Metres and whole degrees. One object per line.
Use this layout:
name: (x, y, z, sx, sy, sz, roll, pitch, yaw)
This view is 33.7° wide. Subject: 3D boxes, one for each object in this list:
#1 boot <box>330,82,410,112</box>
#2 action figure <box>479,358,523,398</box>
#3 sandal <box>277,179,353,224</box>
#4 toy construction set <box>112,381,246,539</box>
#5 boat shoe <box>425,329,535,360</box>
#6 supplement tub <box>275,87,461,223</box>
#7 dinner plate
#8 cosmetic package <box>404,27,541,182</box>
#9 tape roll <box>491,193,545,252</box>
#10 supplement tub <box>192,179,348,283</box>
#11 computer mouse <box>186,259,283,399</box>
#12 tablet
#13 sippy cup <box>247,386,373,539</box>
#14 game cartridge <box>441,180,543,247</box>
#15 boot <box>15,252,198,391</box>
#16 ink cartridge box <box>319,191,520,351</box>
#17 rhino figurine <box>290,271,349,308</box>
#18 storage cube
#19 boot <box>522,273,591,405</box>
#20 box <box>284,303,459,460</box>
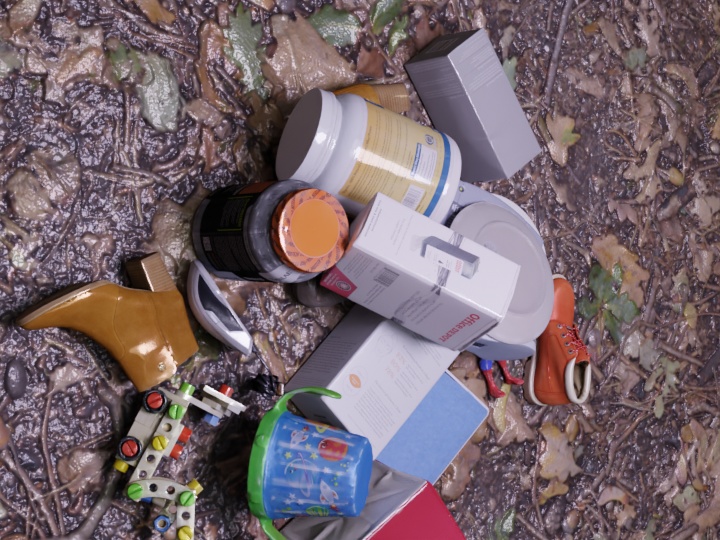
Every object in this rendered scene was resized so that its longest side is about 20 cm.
boot: (0.003, -0.150, 1.596, 0.144, 0.071, 0.202, -15, 108, -20)
action figure: (0.184, 0.083, 1.726, 0.065, 0.052, 0.200, -28, 103, -28)
sandal: (-0.026, -0.073, 1.573, 0.203, 0.050, 0.083, 31, 82, -32)
toy construction set: (-0.218, 0.212, 1.424, 0.131, 0.092, 0.200, 28, 65, -6)
boat shoe: (0.159, 0.065, 1.599, 0.202, 0.075, 0.086, 16, 62, -38)
supplement tub: (0.010, -0.134, 1.487, 0.200, 0.145, 0.145, 21, 79, -24)
dinner plate: (0.195, 0.000, 1.591, 0.200, 0.024, 0.201, 17, 61, -33)
cosmetic package: (0.158, -0.227, 1.668, 0.090, 0.107, 0.200, -42, 114, -27)
tape roll: (0.175, -0.009, 1.683, 0.202, 0.037, 0.203, 5, 80, -29)
supplement tub: (-0.108, -0.046, 1.431, 0.122, 0.200, 0.123, -1, 92, -34)
computer mouse: (-0.164, 0.078, 1.471, 0.044, 0.110, 0.200, -34, 98, -5)
tablet: (0.082, 0.236, 1.649, 0.130, 0.014, 0.200, 43, 82, -29)
sippy cup: (-0.056, 0.243, 1.449, 0.140, 0.130, 0.178, -65, 158, -53)
game cartridge: (0.160, -0.042, 1.634, 0.200, 0.041, 0.133, 29, 72, -26)
boot: (-0.285, 0.076, 1.379, 0.201, 0.071, 0.144, -26, 102, -36)
ink cartridge box: (0.071, 0.006, 1.439, 0.200, 0.146, 0.085, 28, 64, -8)
rhino figurine: (0.000, 0.000, 1.543, 0.200, 0.060, 0.088, -7, 104, 2)
storage cube: (0.027, 0.374, 1.533, 0.200, 0.171, 0.180, -38, 110, -20)
boot: (0.306, 0.104, 1.773, 0.075, 0.107, 0.200, 7, 85, -32)
box: (0.016, 0.132, 1.579, 0.200, 0.097, 0.124, -48, 116, -24)
